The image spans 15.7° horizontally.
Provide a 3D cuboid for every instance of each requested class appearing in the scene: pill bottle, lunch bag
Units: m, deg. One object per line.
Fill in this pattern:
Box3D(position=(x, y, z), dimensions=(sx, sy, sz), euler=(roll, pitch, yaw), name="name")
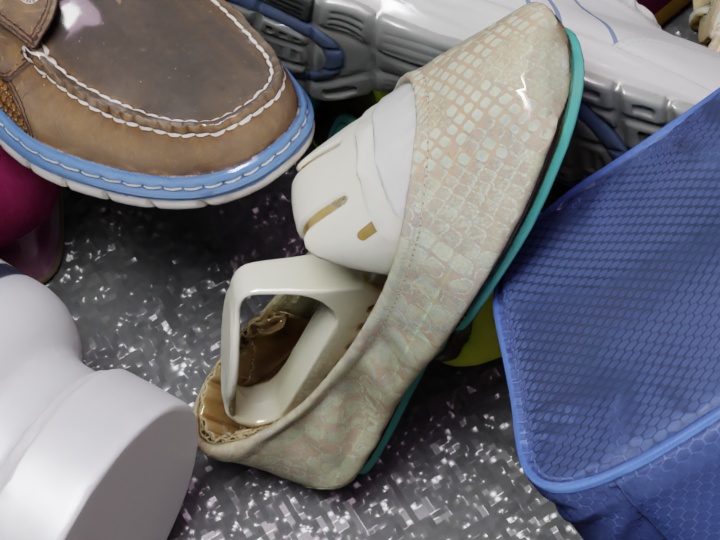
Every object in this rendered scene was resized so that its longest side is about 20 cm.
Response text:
Box3D(position=(-0.156, 0.036, 0.780), dimensions=(0.200, 0.116, 0.116), euler=(28, 72, 15), name="pill bottle")
Box3D(position=(0.137, 0.027, 0.688), dimensions=(0.200, 0.132, 0.136), euler=(-35, 28, 20), name="lunch bag")

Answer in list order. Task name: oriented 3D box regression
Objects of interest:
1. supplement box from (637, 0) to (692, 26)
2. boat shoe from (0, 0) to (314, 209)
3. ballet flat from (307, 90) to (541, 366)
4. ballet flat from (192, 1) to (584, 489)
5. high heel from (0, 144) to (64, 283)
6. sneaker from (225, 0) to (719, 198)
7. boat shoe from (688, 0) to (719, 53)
Box3D(position=(0.069, -0.176, 0.807), dimensions=(0.103, 0.200, 0.131), euler=(-39, 70, -12), name="supplement box")
Box3D(position=(-0.097, -0.085, 0.759), dimensions=(0.200, 0.072, 0.072), euler=(30, 58, 31), name="boat shoe")
Box3D(position=(0.008, -0.059, 0.844), dimensions=(0.067, 0.067, 0.200), euler=(-18, 68, -27), name="ballet flat")
Box3D(position=(0.000, 0.000, 0.740), dimensions=(0.062, 0.200, 0.067), euler=(9, 47, -18), name="ballet flat")
Box3D(position=(-0.131, -0.097, 0.845), dimensions=(0.067, 0.096, 0.200), euler=(-6, 67, 2), name="high heel")
Box3D(position=(0.043, -0.082, 0.773), dimensions=(0.200, 0.075, 0.087), euler=(24, 65, 12), name="sneaker")
Box3D(position=(0.139, -0.077, 0.834), dimensions=(0.065, 0.072, 0.200), euler=(34, 75, 31), name="boat shoe")
